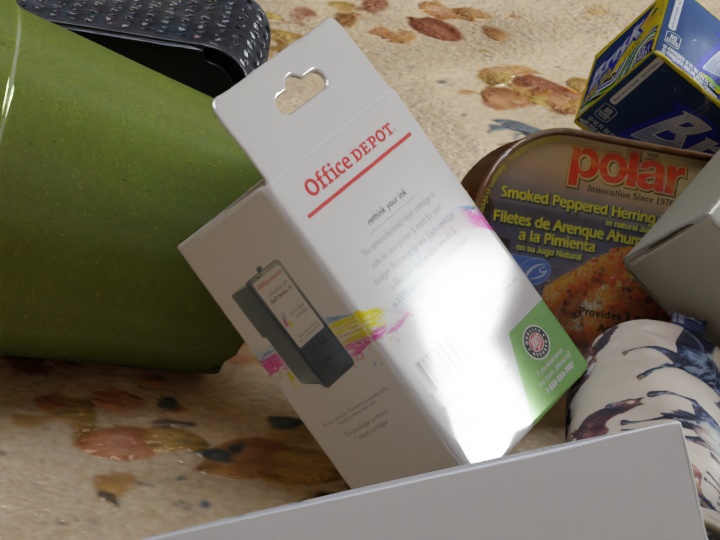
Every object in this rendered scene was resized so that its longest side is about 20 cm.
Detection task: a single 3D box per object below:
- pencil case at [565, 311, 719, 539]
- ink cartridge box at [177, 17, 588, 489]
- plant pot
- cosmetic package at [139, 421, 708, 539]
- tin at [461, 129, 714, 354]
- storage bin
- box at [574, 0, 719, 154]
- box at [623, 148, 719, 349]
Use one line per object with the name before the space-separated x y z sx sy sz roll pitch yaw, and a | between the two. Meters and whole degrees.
pencil case | 0.134 0.092 1.178 0.089 0.078 0.200 -9 23 9
ink cartridge box | 0.000 0.000 1.195 0.201 0.067 0.117 55 40 -4
plant pot | -0.139 -0.033 1.263 0.189 0.201 0.200 14 23 -16
cosmetic package | 0.024 0.103 1.006 0.198 0.052 0.151 -12 -4 0
tin | 0.132 -0.006 1.310 0.199 0.113 0.042 9 -6 -27
storage bin | -0.153 -0.079 1.379 0.198 0.136 0.094 9 25 0
box | 0.211 -0.054 1.396 0.200 0.070 0.065 37 41 -14
box | 0.226 -0.043 1.292 0.095 0.078 0.200 46 58 -6
